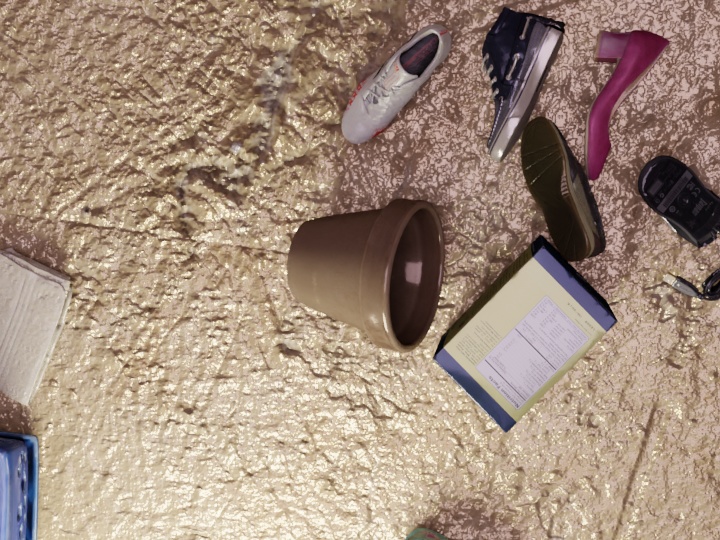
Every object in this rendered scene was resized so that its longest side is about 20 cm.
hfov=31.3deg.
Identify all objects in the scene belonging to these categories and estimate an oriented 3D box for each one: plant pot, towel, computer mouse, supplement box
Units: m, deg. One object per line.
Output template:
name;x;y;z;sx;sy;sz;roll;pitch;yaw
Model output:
plant pot;0.000;0.000;1.719;0.172;0.200;0.204;7;97;24
towel;-0.501;0.079;1.859;0.131;0.034;0.202;25;100;6
plant pot;-0.558;0.324;1.818;0.197;0.180;0.203;3;96;7
computer mouse;0.432;-0.053;1.715;0.199;0.046;0.141;33;95;-9
supplement box;0.213;0.077;1.677;0.134;0.200;0.200;44;99;2

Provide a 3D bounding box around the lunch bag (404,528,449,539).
lunch bag;0.095;0.479;1.799;0.159;0.077;0.202;28;99;3

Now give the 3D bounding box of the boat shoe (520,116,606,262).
boat shoe;0.274;-0.108;1.720;0.071;0.065;0.204;-31;70;41

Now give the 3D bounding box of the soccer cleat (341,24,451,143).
soccer cleat;0.045;-0.252;1.723;0.200;0.085;0.069;-44;89;9

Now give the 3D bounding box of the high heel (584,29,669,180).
high heel;0.349;-0.216;1.700;0.094;0.067;0.203;8;87;9

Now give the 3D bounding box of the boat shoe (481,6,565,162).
boat shoe;0.194;-0.253;1.717;0.092;0.075;0.202;26;92;12
